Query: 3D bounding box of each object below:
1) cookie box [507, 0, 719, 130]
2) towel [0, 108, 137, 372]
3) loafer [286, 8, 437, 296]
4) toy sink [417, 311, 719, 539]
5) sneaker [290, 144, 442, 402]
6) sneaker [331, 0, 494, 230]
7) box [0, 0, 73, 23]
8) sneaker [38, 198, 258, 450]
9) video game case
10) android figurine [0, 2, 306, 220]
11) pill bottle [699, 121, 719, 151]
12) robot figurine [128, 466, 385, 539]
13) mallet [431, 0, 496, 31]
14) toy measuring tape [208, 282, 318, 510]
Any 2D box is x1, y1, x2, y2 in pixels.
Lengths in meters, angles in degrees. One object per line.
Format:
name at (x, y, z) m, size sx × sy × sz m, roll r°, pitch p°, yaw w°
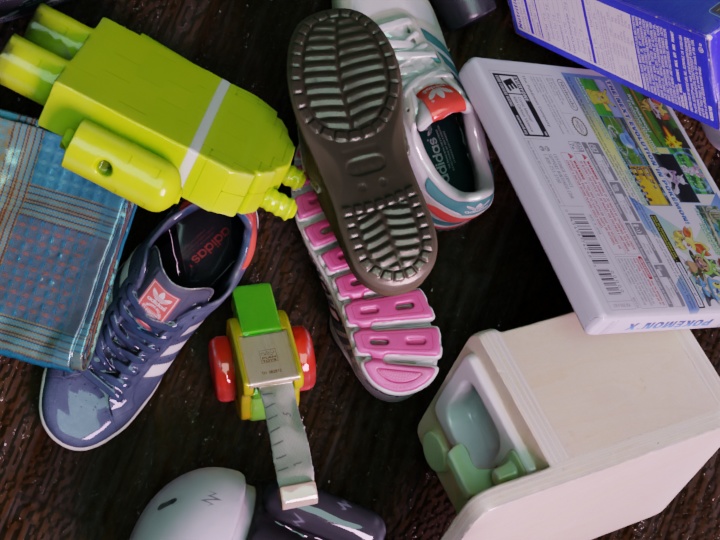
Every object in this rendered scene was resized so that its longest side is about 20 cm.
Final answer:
cookie box at (0.216, -0.193, 0.977) m, size 0.170 × 0.200 × 0.076 m, roll -33°, pitch 131°, yaw -19°
towel at (-0.243, -0.031, 0.934) m, size 0.197 × 0.022 × 0.149 m, roll 15°, pitch 83°, yaw 5°
loafer at (-0.004, -0.070, 0.939) m, size 0.075 × 0.068 × 0.202 m, roll -7°, pitch 66°, yaw -9°
toy sink at (0.113, 0.105, 0.947) m, size 0.198 × 0.131 × 0.113 m, roll -15°, pitch 61°, yaw -26°
sneaker at (0.000, 0.000, 0.993) m, size 0.073 × 0.088 × 0.202 m, roll -15°, pitch 68°, yaw -10°
sneaker at (0.042, -0.126, 0.996) m, size 0.070 × 0.093 × 0.202 m, roll -21°, pitch 92°, yaw -13°
box at (-0.231, -0.222, 0.883) m, size 0.105 × 0.200 × 0.124 m, roll -20°, pitch 92°, yaw -13°
sneaker at (-0.135, 0.027, 0.949) m, size 0.075 × 0.084 × 0.201 m, roll 35°, pitch 84°, yaw -10°
video game case at (0.170, -0.050, 0.977) m, size 0.181 × 0.022 × 0.202 m, roll -1°, pitch 56°, yaw -39°
android figurine at (-0.122, -0.093, 0.922) m, size 0.198 × 0.183 × 0.041 m, roll 27°, pitch 116°, yaw -11°
pill bottle at (0.346, -0.140, 1.057) m, size 0.197 × 0.111 × 0.113 m, roll -4°, pitch 88°, yaw -13°
robot figurine at (-0.053, 0.206, 0.939) m, size 0.198 × 0.125 × 0.152 m, roll 27°, pitch 82°, yaw -11°
mallet at (0.123, -0.245, 1.053) m, size 0.199 × 0.041 × 0.066 m, roll -38°, pitch 99°, yaw -16°
toy measuring tape at (-0.055, 0.086, 0.937) m, size 0.073 × 0.201 × 0.074 m, roll -8°, pitch 132°, yaw -9°
